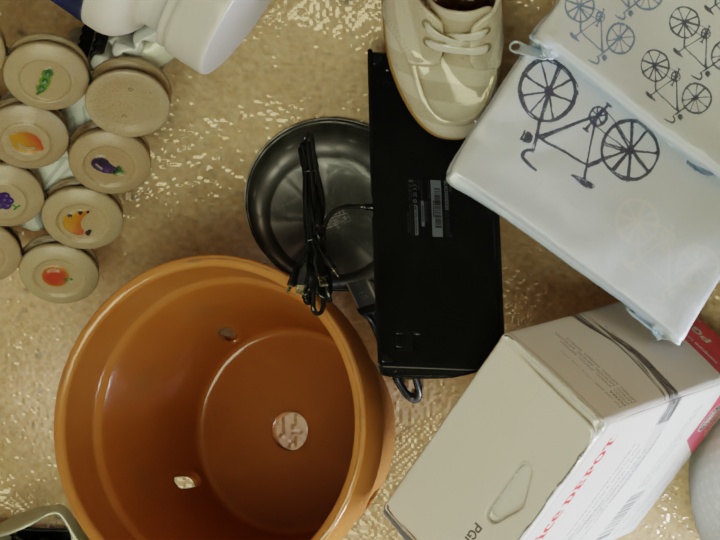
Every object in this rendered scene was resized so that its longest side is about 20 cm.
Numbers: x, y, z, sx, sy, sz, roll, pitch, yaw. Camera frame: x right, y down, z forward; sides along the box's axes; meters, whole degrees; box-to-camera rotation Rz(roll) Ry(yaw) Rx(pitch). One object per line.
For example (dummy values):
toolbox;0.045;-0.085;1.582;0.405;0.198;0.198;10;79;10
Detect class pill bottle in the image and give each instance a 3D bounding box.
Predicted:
pill bottle;-0.143;-0.202;1.449;0.200;0.120;0.120;35;116;6

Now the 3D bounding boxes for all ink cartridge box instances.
ink cartridge box;0.124;0.100;1.528;0.085;0.200;0.146;43;117;19

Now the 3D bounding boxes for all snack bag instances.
snack bag;0.166;-0.084;1.480;0.188;0.021;0.200;35;89;-19

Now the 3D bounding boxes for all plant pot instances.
plant pot;-0.065;0.095;1.564;0.200;0.140;0.201;-2;85;22

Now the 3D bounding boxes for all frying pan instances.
frying pan;-0.017;-0.003;1.602;0.115;0.031;0.190;5;113;8

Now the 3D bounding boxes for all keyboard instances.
keyboard;0.018;-0.034;1.499;0.127;0.200;0.021;3;158;-12

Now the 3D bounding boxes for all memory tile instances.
memory tile;-0.205;-0.063;1.536;0.153;0.017;0.200;16;131;-13

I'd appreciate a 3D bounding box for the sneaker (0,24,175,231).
sneaker;-0.163;-0.096;1.558;0.200;0.075;0.081;-34;114;30

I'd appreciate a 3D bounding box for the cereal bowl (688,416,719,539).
cereal bowl;0.301;0.142;1.593;0.200;0.083;0.200;3;115;7

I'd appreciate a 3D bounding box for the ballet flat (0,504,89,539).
ballet flat;-0.176;0.184;1.692;0.200;0.073;0.073;-5;115;13

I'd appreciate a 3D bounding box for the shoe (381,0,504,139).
shoe;0.045;-0.171;1.473;0.070;0.053;0.200;-4;103;1

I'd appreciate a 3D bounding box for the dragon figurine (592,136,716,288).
dragon figurine;0.152;-0.059;1.530;0.200;0.059;0.099;-31;108;22
